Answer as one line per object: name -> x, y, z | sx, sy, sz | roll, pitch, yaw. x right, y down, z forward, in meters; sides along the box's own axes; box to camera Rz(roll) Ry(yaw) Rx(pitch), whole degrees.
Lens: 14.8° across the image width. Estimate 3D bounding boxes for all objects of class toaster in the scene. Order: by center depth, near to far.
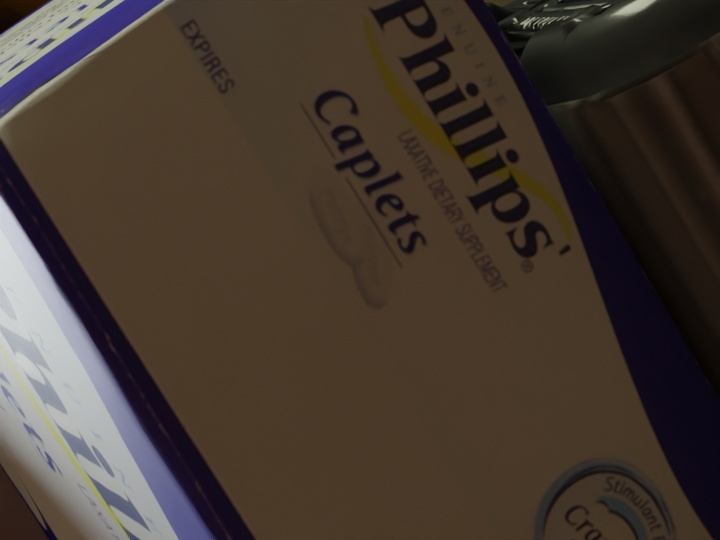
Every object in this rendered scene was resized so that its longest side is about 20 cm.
toaster -> 0.096, -0.020, 0.599 | 0.113, 0.130, 0.200 | -33, 10, -11

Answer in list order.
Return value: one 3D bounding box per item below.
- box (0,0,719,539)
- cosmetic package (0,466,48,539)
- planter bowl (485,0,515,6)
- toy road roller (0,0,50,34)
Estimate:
box -> -0.019, 0.021, 0.616 | 0.105, 0.184, 0.200 | -35, 10, -17
cosmetic package -> -0.022, 0.032, 0.810 | 0.199, 0.051, 0.083 | -18, 26, 11
planter bowl -> 0.105, -0.098, 0.839 | 0.135, 0.200, 0.200 | -57, 4, 16
toy road roller -> -0.091, -0.055, 0.781 | 0.200, 0.146, 0.123 | -41, 40, -15
